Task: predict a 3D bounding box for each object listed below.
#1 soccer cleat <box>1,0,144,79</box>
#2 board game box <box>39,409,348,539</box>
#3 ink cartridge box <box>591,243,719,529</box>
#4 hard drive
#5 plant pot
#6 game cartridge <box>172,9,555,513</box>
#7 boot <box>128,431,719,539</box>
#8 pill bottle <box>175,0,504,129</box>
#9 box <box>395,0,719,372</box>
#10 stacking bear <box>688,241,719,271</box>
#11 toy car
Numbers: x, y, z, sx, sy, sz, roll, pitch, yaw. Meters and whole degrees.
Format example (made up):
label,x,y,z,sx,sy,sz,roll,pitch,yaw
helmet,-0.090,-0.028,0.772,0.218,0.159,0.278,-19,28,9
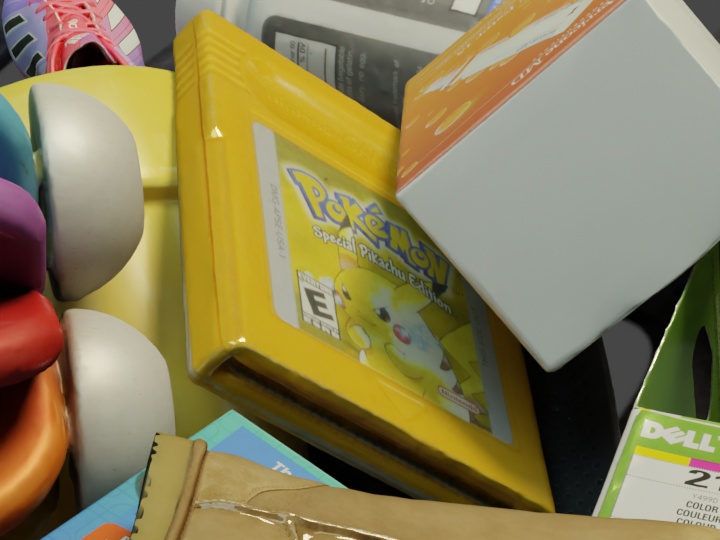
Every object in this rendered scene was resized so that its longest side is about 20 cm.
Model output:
label,x,y,z,sx,sy,sz,roll,pitch,yaw
soccer cleat,-0.144,-0.110,1.215,0.066,0.077,0.200,-23,47,-7
board game box,-0.049,0.139,0.748,0.152,0.045,0.200,32,38,21
ink cartridge box,0.144,0.102,0.893,0.075,0.148,0.200,11,51,21
hard drive,0.047,0.079,1.014,0.134,0.042,0.201,-10,45,6
plant pot,-0.108,0.047,0.994,0.200,0.201,0.189,-22,62,-6
game cartridge,0.000,0.000,0.962,0.032,0.176,0.201,-39,37,30
boot,0.023,0.119,0.702,0.199,0.066,0.175,12,36,-3
pill bottle,0.014,-0.119,1.157,0.199,0.114,0.114,18,54,27
box,0.092,-0.060,0.968,0.124,0.098,0.200,-40,12,12
stacking bear,0.210,-0.007,1.008,0.121,0.114,0.200,-47,42,-10
toy car,-0.158,0.011,0.830,0.174,0.150,0.201,-7,76,-9
